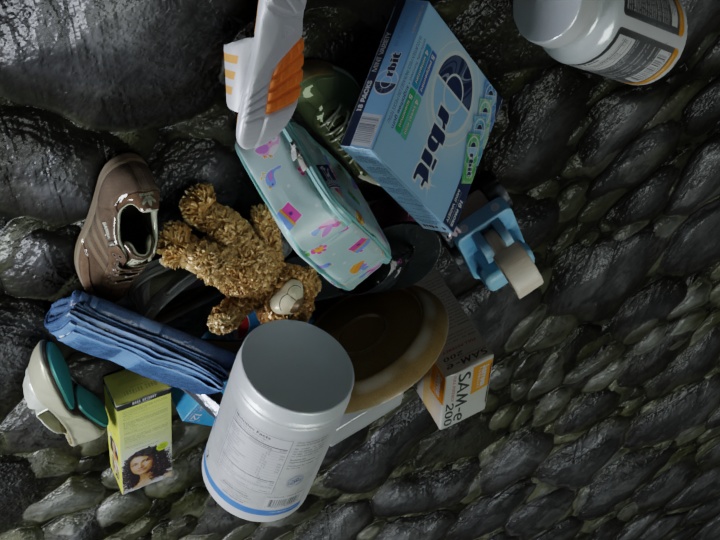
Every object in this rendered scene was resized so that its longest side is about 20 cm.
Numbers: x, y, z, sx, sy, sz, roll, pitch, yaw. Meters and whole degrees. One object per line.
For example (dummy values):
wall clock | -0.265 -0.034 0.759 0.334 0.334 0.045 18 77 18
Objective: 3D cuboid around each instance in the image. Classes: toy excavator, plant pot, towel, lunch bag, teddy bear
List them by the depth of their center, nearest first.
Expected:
lunch bag | -0.048 -0.078 1.339 0.076 0.162 0.200 -32 154 8
teddy bear | -0.126 -0.006 1.352 0.145 0.201 0.066 -44 -167 -34
towel | -0.240 0.084 1.372 0.198 0.049 0.111 24 160 -23
plant pot | 0.006 0.080 1.458 0.198 0.200 0.028 -32 125 -3
toy excavator | 0.175 -0.022 1.560 0.099 0.201 0.195 -33 148 0

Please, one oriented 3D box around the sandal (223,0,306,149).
sandal | -0.094 -0.222 1.212 0.079 0.059 0.210 -18 126 -51

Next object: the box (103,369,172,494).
box | -0.277 0.199 1.586 0.074 0.050 0.202 -19 144 -21

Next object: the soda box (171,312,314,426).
soda box | -0.151 0.099 1.552 0.200 0.068 0.064 -47 145 19

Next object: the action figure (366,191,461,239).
action figure | 0.052 -0.089 1.496 0.147 0.134 0.202 24 111 -4

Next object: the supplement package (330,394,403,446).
supplement package | -0.020 0.141 1.616 0.116 0.118 0.200 -30 171 -5

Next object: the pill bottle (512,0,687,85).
pill bottle | 0.264 -0.277 1.392 0.198 0.117 0.117 7 130 -44

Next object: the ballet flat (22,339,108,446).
ballet flat | -0.349 0.147 1.448 0.069 0.070 0.201 -29 147 -7

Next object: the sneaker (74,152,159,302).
sneaker | -0.248 -0.024 1.303 0.070 0.076 0.202 -13 141 -29

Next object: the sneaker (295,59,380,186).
sneaker | -0.003 -0.147 1.347 0.067 0.090 0.200 -39 147 11

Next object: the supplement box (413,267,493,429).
supplement box | 0.087 0.082 1.616 0.073 0.201 0.127 -22 145 -16

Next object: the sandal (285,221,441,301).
sandal | 0.000 0.001 1.441 0.197 0.048 0.076 -16 111 13

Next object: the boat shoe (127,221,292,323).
boat shoe | -0.161 0.004 1.424 0.199 0.065 0.075 -20 145 -21

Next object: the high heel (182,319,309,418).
high heel | -0.150 0.071 1.469 0.201 0.142 0.071 -53 164 16

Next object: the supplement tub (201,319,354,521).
supplement tub | -0.092 0.166 1.371 0.130 0.133 0.202 -10 141 -32

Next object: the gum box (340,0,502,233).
gum box | 0.070 -0.159 1.346 0.200 0.044 0.172 41 66 -53
